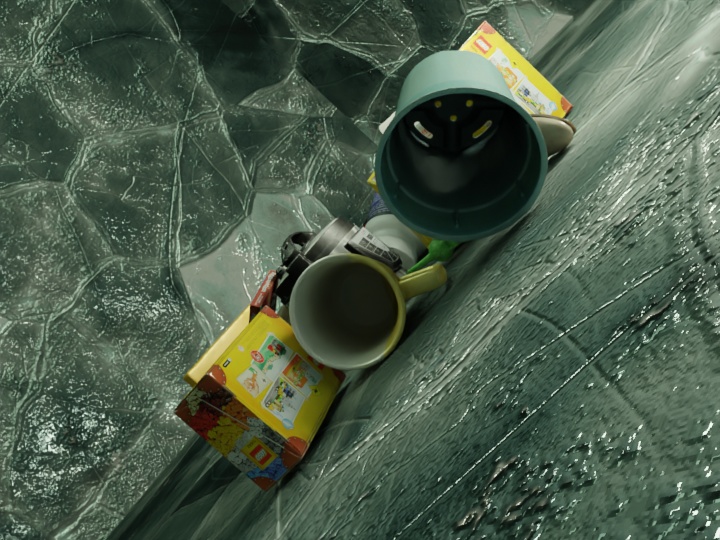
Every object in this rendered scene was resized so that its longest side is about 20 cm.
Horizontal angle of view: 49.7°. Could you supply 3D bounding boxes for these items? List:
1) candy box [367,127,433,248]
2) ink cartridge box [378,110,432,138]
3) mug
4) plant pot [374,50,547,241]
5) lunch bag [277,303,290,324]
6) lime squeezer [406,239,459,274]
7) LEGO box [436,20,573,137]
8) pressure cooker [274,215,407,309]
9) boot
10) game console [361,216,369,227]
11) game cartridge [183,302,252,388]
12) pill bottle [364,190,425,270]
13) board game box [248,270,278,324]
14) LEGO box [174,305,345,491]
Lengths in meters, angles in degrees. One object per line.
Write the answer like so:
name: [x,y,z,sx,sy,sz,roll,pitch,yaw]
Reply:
candy box: [0.094,-0.115,1.160,0.026,0.200,0.102,32,83,44]
ink cartridge box: [0.138,-0.200,1.276,0.116,0.200,0.067,-44,7,-13]
mug: [0.014,0.049,1.047,0.153,0.186,0.150,-26,-53,-78]
plant pot: [0.121,-0.174,0.977,0.200,0.200,0.196,-45,22,30]
lunch bag: [-0.102,0.096,1.565,0.164,0.117,0.200,-58,0,32]
lime squeezer: [0.139,-0.048,1.132,0.200,0.038,0.071,-44,-13,19]
LEGO box: [0.216,-0.270,1.232,0.149,0.200,0.077,-50,5,-31]
pressure cooker: [-0.040,0.014,1.227,0.179,0.200,0.176,-50,1,-28]
boot: [0.191,-0.137,1.073,0.146,0.070,0.200,-50,16,-16]
game console: [0.000,0.000,1.512,0.172,0.119,0.200,-46,4,19]
game cartridge: [-0.193,0.182,1.402,0.200,0.176,0.032,-51,6,-39]
pill bottle: [0.070,-0.089,1.398,0.116,0.116,0.200,-43,24,49]
board game box: [-0.163,0.109,1.275,0.103,0.019,0.200,-71,-8,-56]
LEGO box: [-0.120,0.155,0.993,0.077,0.149,0.200,-46,4,25]
